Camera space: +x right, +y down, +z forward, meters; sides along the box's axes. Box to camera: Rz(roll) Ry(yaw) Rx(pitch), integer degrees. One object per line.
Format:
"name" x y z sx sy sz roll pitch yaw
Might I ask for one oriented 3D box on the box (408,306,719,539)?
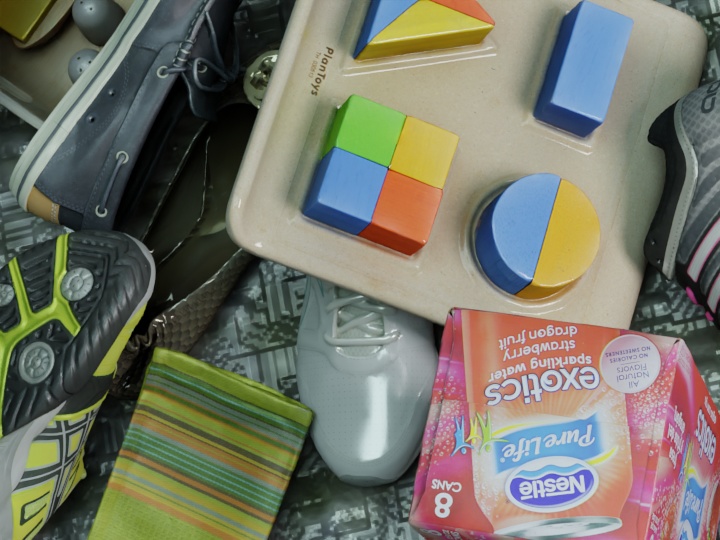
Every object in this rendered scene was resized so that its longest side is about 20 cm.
"box" 0.095 0.090 1.146 0.100 0.200 0.096 8 76 16

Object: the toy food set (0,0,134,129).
"toy food set" -0.135 -0.172 1.344 0.143 0.060 0.200 33 86 19

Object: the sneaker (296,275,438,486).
"sneaker" 0.000 0.000 1.258 0.070 0.080 0.201 0 77 12

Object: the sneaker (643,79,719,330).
"sneaker" 0.177 0.004 1.216 0.087 0.074 0.200 -8 93 47

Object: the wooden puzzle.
"wooden puzzle" 0.057 -0.067 1.217 0.200 0.046 0.186 22 72 -14

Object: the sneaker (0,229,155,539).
"sneaker" -0.158 0.066 1.267 0.075 0.076 0.200 42 102 32

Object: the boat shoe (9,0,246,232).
"boat shoe" -0.086 -0.098 1.274 0.062 0.075 0.200 37 93 9

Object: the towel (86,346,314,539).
"towel" -0.093 0.142 1.260 0.086 0.018 0.200 21 91 19

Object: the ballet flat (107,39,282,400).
"ballet flat" -0.074 -0.027 1.299 0.067 0.046 0.200 32 85 18
